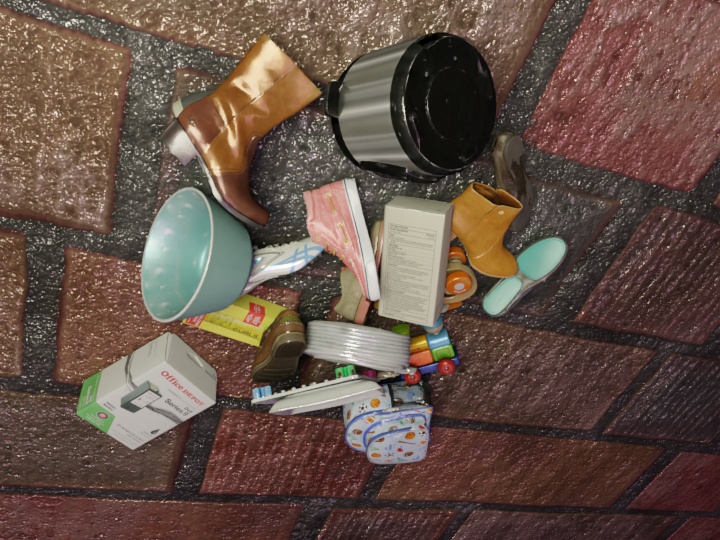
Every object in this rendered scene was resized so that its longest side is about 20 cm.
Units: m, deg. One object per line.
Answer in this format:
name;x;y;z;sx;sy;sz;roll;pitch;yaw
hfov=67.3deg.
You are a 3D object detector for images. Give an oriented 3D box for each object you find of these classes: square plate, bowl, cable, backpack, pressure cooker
square plate;-0.055;0.235;1.004;0.199;0.029;0.198;-13;163;0
bowl;-0.237;-0.015;0.823;0.105;0.201;0.201;15;122;-44
cable;-0.007;0.136;0.976;0.199;0.069;0.200;5;168;25
backpack;0.057;0.321;1.149;0.190;0.154;0.200;-1;129;0
pressure cooker;0.060;-0.214;0.733;0.179;0.200;0.176;-47;122;-20

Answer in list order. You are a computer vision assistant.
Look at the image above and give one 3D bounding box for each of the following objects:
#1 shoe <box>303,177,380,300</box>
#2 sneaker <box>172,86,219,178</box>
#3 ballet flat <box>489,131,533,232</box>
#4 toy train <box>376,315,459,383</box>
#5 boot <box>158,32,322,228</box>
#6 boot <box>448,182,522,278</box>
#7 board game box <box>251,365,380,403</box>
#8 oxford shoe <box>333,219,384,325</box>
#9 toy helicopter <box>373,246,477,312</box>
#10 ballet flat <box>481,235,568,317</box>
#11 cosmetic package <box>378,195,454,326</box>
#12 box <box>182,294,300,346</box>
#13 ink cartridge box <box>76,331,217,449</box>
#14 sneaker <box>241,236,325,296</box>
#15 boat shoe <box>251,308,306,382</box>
shoe;-0.030;-0.042;0.867;0.091;0.071;0.201;-14;90;2
sneaker;-0.173;-0.168;0.782;0.106;0.075;0.200;-23;126;3
ballet flat;0.253;-0.148;0.919;0.067;0.046;0.200;-45;135;-19
toy train;0.088;0.160;1.085;0.199;0.085;0.116;-17;111;10
boot;-0.134;-0.179;0.731;0.200;0.068;0.188;-42;108;-1
boot;0.232;-0.065;0.928;0.201;0.071;0.144;24;141;-19
board game box;-0.078;0.218;1.028;0.199;0.026;0.200;-16;163;10
oxford shoe;0.000;0.000;0.948;0.075;0.070;0.201;20;108;12
toy helicopter;0.120;0.042;1.017;0.199;0.079;0.132;-13;137;10
ballet flat;0.313;0.011;1.034;0.073;0.073;0.200;32;109;-30
cosmetic package;0.092;-0.016;0.908;0.105;0.071;0.201;13;115;18
box;-0.209;0.084;0.970;0.200;0.050;0.075;25;117;-27
ink cartridge box;-0.391;0.226;1.008;0.200;0.084;0.146;-30;127;9
sneaker;-0.141;-0.021;0.903;0.199;0.072;0.073;-24;100;-4
boat shoe;-0.143;0.136;0.952;0.072;0.068;0.200;7;145;-29
